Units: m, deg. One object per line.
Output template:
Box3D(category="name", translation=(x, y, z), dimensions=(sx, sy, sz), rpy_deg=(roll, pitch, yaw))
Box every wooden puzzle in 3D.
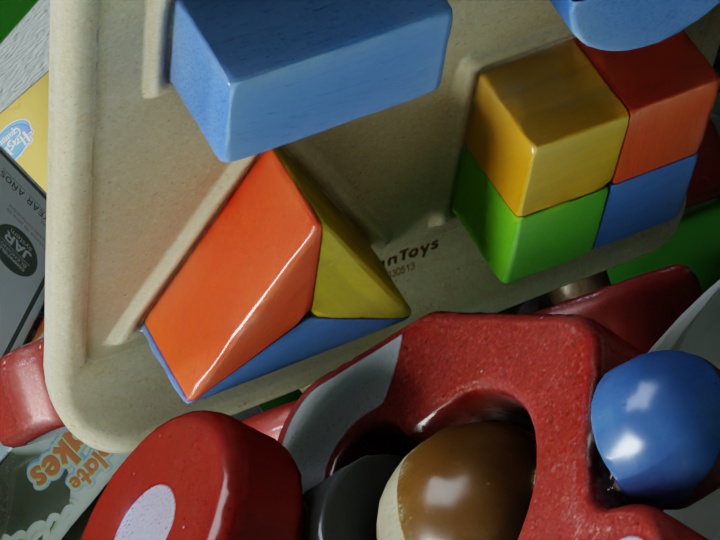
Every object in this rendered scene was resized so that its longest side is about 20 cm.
Box3D(category="wooden puzzle", translation=(0.018, -0.044, 0.626), dimensions=(0.185, 0.200, 0.046), rpy_deg=(-20, 53, -21))

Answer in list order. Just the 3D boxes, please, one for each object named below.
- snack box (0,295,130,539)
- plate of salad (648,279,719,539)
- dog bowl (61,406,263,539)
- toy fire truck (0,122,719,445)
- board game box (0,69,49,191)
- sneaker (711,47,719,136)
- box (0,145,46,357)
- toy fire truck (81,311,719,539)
Box3D(category="snack box", translation=(-0.133, 0.075, 0.920), dimensions=(0.200, 0.037, 0.116), rpy_deg=(-51, 22, -18))
Box3D(category="plate of salad", translation=(0.146, 0.018, 0.659), dimensions=(0.200, 0.048, 0.200), rpy_deg=(-28, 20, 11))
Box3D(category="dog bowl", translation=(-0.101, 0.110, 0.927), dimensions=(0.200, 0.059, 0.200), rpy_deg=(-38, 22, 18))
Box3D(category="toy fire truck", translation=(0.000, 0.000, 0.808), dimensions=(0.199, 0.113, 0.168), rpy_deg=(-19, -2, -26))
Box3D(category="board game box", translation=(-0.054, -0.097, 1.114), dimensions=(0.200, 0.040, 0.153), rpy_deg=(-40, -5, 11))
Box3D(category="sneaker", translation=(0.123, -0.116, 0.850), dimensions=(0.115, 0.075, 0.200), rpy_deg=(-59, -4, -42))
Box3D(category="box", translation=(-0.177, 0.019, 0.889), dimensions=(0.060, 0.117, 0.200), rpy_deg=(-29, 26, 33))
Box3D(category="toy fire truck", translation=(0.021, 0.094, 0.599), dimensions=(0.168, 0.112, 0.201), rpy_deg=(-30, 39, 40))
